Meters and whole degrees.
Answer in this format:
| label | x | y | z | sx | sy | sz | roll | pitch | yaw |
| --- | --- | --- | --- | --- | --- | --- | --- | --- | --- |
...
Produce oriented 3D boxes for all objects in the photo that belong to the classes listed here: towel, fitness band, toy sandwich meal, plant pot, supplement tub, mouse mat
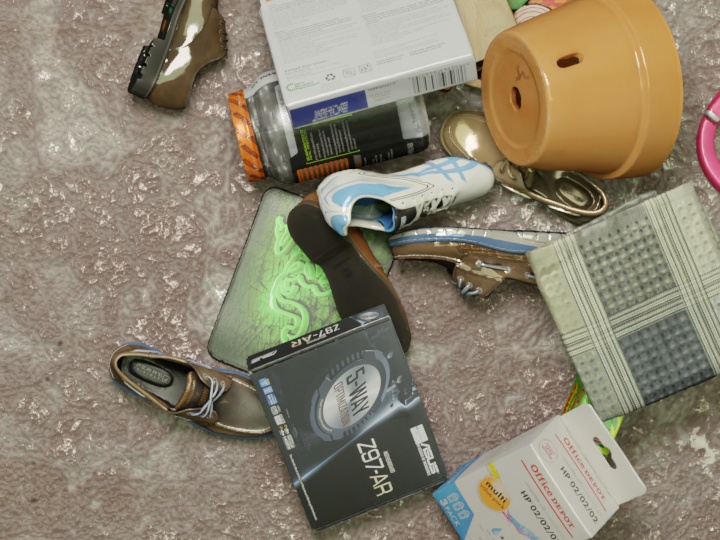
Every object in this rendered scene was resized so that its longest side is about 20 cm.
| label | x | y | z | sx | sy | sz | roll | pitch | yaw |
| --- | --- | --- | --- | --- | --- | --- | --- | --- | --- |
| towel | 0.290 | 0.030 | 1.617 | 0.191 | 0.035 | 0.201 | -23 | 92 | 1 |
| fitness band | 0.457 | -0.162 | 1.718 | 0.144 | 0.037 | 0.200 | 43 | 90 | 0 |
| toy sandwich meal | 0.139 | -0.287 | 1.698 | 0.203 | 0.070 | 0.207 | 0 | 89 | -1 |
| plant pot | 0.214 | -0.184 | 1.614 | 0.139 | 0.200 | 0.202 | -11 | 89 | -22 |
| supplement tub | -0.034 | -0.163 | 1.667 | 0.198 | 0.123 | 0.124 | -13 | 89 | -2 |
| mouse mat | -0.062 | 0.027 | 1.721 | 0.160 | 0.008 | 0.202 | 20 | 88 | -1 |

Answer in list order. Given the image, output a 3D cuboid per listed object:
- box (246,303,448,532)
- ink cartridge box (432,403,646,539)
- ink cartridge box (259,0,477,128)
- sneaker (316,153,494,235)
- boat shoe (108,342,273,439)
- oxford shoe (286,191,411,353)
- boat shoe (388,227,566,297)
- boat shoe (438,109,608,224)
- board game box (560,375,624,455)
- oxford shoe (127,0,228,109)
| label | x | y | z | sx | sy | sz | roll | pitch | yaw |
| --- | --- | --- | --- | --- | --- | --- | --- | --- | --- |
| box | -0.012 | 0.157 | 1.670 | 0.159 | 0.044 | 0.201 | -20 | 108 | -1 |
| ink cartridge box | 0.183 | 0.230 | 1.632 | 0.200 | 0.068 | 0.116 | -35 | 89 | 43 |
| ink cartridge box | 0.002 | -0.249 | 1.622 | 0.198 | 0.041 | 0.201 | -15 | 52 | 0 |
| sneaker | 0.052 | -0.073 | 1.646 | 0.198 | 0.072 | 0.073 | -10 | 61 | -22 |
| boat shoe | -0.176 | 0.133 | 1.683 | 0.198 | 0.072 | 0.073 | 17 | 88 | -1 |
| oxford shoe | 0.000 | 0.000 | 1.689 | 0.071 | 0.071 | 0.201 | -24 | 105 | 27 |
| boat shoe | 0.128 | -0.008 | 1.685 | 0.198 | 0.072 | 0.073 | 2 | 91 | -1 |
| boat shoe | 0.178 | -0.116 | 1.698 | 0.199 | 0.065 | 0.072 | 26 | 89 | -1 |
| board game box | 0.271 | 0.090 | 1.677 | 0.047 | 0.102 | 0.201 | 23 | 89 | 0 |
| oxford shoe | -0.174 | -0.266 | 1.702 | 0.084 | 0.073 | 0.201 | 24 | 90 | -17 |
